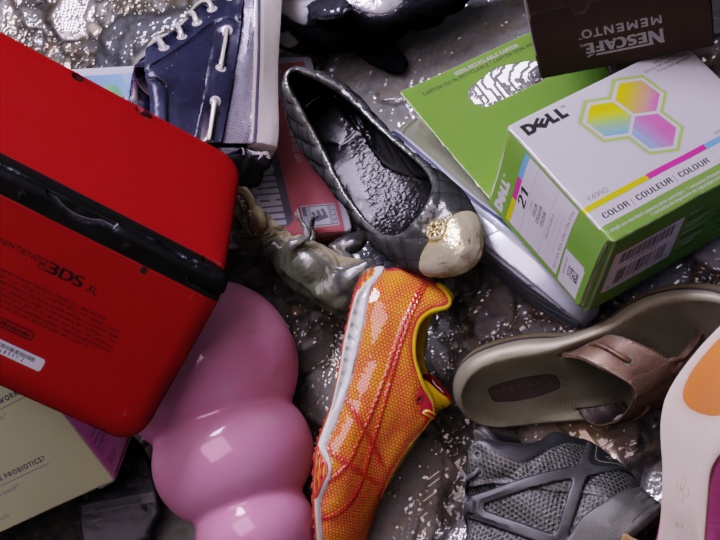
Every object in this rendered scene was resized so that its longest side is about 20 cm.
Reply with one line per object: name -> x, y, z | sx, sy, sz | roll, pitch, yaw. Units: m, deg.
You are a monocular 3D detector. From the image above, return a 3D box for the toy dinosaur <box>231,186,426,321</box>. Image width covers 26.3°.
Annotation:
toy dinosaur -> 0.000, 0.000, 1.030 | 0.200, 0.047, 0.088 | 42, 83, 5

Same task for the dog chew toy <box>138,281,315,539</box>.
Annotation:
dog chew toy -> -0.087, 0.111, 1.002 | 0.124, 0.125, 0.201 | -22, 75, 13

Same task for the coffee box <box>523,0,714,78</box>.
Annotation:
coffee box -> 0.156, -0.227, 0.992 | 0.113, 0.080, 0.201 | -9, 47, 10

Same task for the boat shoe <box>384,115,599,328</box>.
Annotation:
boat shoe -> 0.088, -0.041, 1.008 | 0.062, 0.072, 0.200 | -46, 62, -3

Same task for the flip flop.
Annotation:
flip flop -> 0.150, 0.064, 0.937 | 0.199, 0.081, 0.058 | -13, 27, 19

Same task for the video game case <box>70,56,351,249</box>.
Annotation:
video game case -> -0.116, -0.079, 1.065 | 0.199, 0.017, 0.144 | -6, 67, -18

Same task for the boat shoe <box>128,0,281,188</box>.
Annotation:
boat shoe -> -0.108, -0.157, 1.049 | 0.092, 0.075, 0.201 | 7, 64, -22

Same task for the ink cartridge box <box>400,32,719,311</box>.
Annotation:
ink cartridge box -> 0.141, -0.094, 0.968 | 0.147, 0.076, 0.200 | -27, 62, -23

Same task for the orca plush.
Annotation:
orca plush -> 0.027, -0.179, 1.095 | 0.199, 0.071, 0.105 | -16, 23, 5

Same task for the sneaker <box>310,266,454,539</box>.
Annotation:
sneaker -> 0.014, 0.100, 0.975 | 0.077, 0.073, 0.201 | 14, 98, 5

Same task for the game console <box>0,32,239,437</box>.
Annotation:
game console -> -0.188, -0.024, 0.932 | 0.173, 0.199, 0.119 | -60, 20, 7

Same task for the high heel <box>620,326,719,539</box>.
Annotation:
high heel -> 0.218, 0.120, 0.890 | 0.067, 0.096, 0.201 | 13, 79, 54

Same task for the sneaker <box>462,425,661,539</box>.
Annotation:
sneaker -> 0.077, 0.174, 0.942 | 0.199, 0.076, 0.114 | -42, 62, 0

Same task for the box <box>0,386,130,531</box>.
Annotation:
box -> -0.276, 0.071, 1.008 | 0.175, 0.200, 0.097 | -26, 24, 18

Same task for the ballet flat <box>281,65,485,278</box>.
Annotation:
ballet flat -> 0.007, -0.061, 0.988 | 0.066, 0.057, 0.200 | -46, 54, 2

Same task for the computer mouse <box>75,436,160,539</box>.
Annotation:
computer mouse -> -0.160, 0.207, 1.048 | 0.058, 0.034, 0.201 | -7, 75, -1
